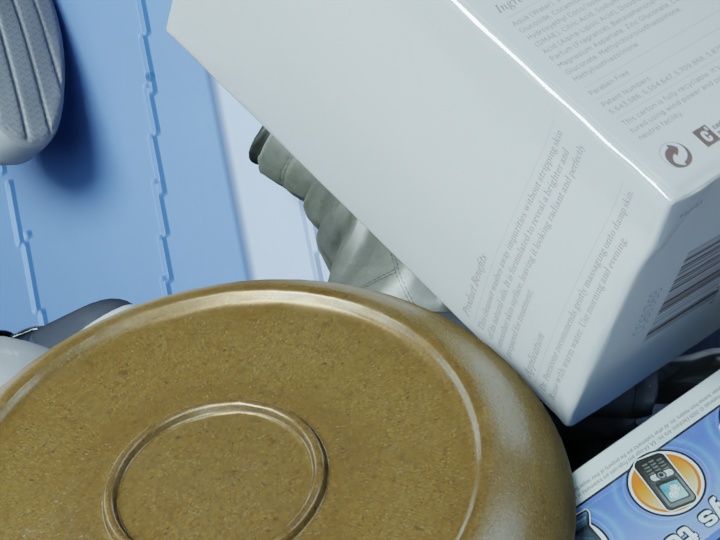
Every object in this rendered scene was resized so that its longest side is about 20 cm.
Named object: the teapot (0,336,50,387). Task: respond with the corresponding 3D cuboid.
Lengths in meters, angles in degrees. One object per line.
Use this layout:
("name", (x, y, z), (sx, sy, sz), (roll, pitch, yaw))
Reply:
("teapot", (-0.133, 0.131, 0.811), (0.197, 0.200, 0.146), (-17, 42, -18))

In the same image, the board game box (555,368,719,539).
("board game box", (0.108, 0.141, 0.672), (0.200, 0.056, 0.196), (-32, 57, -20))

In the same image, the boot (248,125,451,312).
("boot", (0.000, 0.000, 0.875), (0.200, 0.068, 0.131), (-41, 68, 4))

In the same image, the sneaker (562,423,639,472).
("sneaker", (0.071, 0.152, 0.834), (0.115, 0.076, 0.201), (35, 69, -21))

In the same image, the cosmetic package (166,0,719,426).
("cosmetic package", (0.036, -0.065, 0.754), (0.200, 0.081, 0.113), (47, 145, 21))

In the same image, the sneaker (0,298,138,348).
("sneaker", (-0.166, 0.058, 0.914), (0.200, 0.078, 0.079), (-38, 79, 14))

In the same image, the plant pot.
("plant pot", (-0.040, 0.068, 0.700), (0.200, 0.028, 0.200), (-8, 43, 7))

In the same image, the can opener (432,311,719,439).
("can opener", (0.076, 0.019, 0.807), (0.200, 0.053, 0.067), (3, 71, -8))

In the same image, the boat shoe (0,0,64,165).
("boat shoe", (-0.173, -0.117, 0.947), (0.071, 0.072, 0.200), (-32, 64, 22))
